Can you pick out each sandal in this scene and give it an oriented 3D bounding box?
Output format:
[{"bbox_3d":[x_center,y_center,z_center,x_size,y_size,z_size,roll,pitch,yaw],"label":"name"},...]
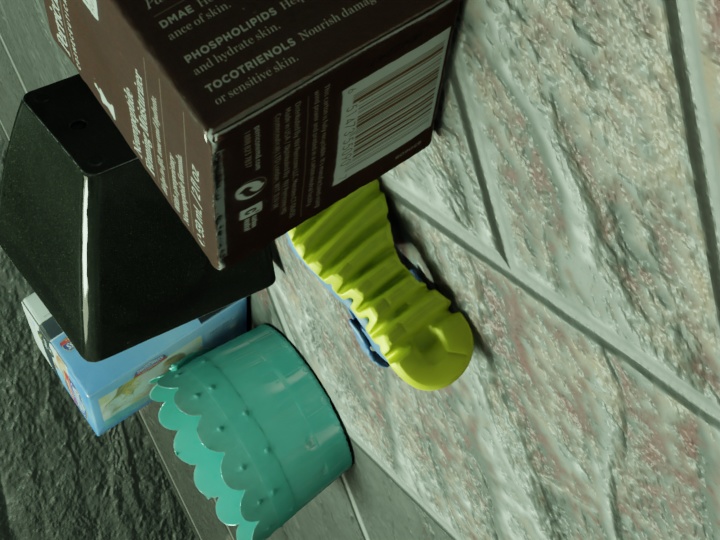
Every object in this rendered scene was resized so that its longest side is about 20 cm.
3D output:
[{"bbox_3d":[0.000,0.000,1.135,0.201,0.079,0.087,60,168,1],"label":"sandal"}]

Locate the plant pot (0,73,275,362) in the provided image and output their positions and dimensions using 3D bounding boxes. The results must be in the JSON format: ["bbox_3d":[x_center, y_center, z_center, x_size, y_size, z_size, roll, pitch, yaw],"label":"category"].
[{"bbox_3d":[-0.209,-0.074,1.429,0.200,0.199,0.179,45,149,37],"label":"plant pot"}]

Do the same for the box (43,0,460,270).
[{"bbox_3d":[-0.069,-0.145,0.917,0.201,0.163,0.166,53,163,19],"label":"box"}]

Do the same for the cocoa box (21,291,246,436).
[{"bbox_3d":[-0.232,0.053,1.676,0.132,0.199,0.134,52,163,17],"label":"cocoa box"}]

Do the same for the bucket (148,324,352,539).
[{"bbox_3d":[-0.111,0.165,1.636,0.208,0.134,0.208,51,161,25],"label":"bucket"}]
